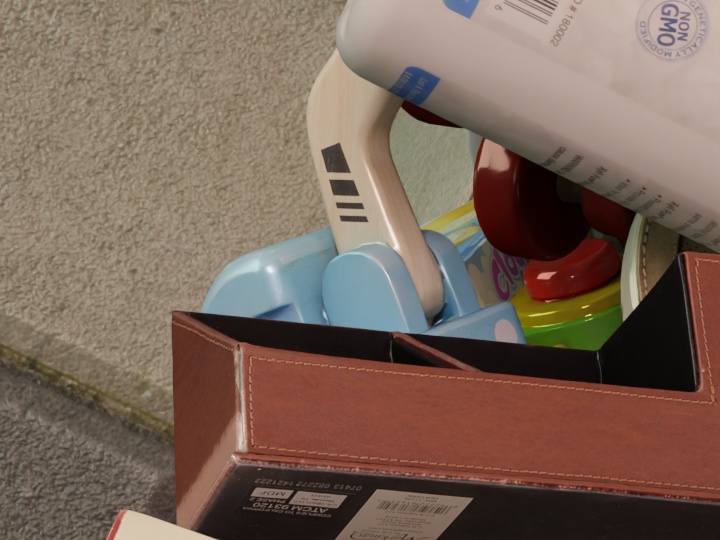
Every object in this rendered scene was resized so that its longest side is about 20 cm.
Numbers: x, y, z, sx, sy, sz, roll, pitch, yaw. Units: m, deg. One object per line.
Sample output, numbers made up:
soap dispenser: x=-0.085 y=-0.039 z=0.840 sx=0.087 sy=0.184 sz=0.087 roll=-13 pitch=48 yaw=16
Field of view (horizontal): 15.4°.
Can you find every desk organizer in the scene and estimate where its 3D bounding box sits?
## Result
desk organizer: x=0.051 y=0.040 z=0.718 sx=0.072 sy=0.199 sz=0.077 roll=123 pitch=149 yaw=-56

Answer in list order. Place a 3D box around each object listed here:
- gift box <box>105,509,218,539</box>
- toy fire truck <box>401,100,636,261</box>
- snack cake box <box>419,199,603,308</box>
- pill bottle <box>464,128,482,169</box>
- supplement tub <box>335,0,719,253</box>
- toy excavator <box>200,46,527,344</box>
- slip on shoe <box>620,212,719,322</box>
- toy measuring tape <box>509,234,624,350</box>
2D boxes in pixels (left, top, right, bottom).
gift box: x=0.007 y=0.184 z=0.691 sx=0.200 sy=0.186 sz=0.185 roll=76 pitch=-146 yaw=-67
toy fire truck: x=0.109 y=-0.098 z=1.021 sx=0.168 sy=0.112 sz=0.200 roll=-60 pitch=-42 yaw=-24
snack cake box: x=0.040 y=0.021 z=1.241 sx=0.115 sy=0.067 sz=0.200 roll=-24 pitch=8 yaw=22
pill bottle: x=0.107 y=-0.089 z=1.206 sx=0.113 sy=0.113 sz=0.200 roll=-62 pitch=-2 yaw=23
supplement tub: x=0.105 y=-0.080 z=0.819 sx=0.132 sy=0.199 sz=0.132 roll=-63 pitch=6 yaw=12
toy excavator: x=0.000 y=0.000 z=0.949 sx=0.194 sy=0.201 sz=0.100 roll=-21 pitch=0 yaw=43
slip on shoe: x=0.149 y=-0.038 z=0.916 sx=0.200 sy=0.076 sz=0.061 roll=-59 pitch=1 yaw=-32
toy measuring tape: x=0.115 y=0.009 z=1.154 sx=0.200 sy=0.073 sz=0.074 roll=-40 pitch=-17 yaw=-56
